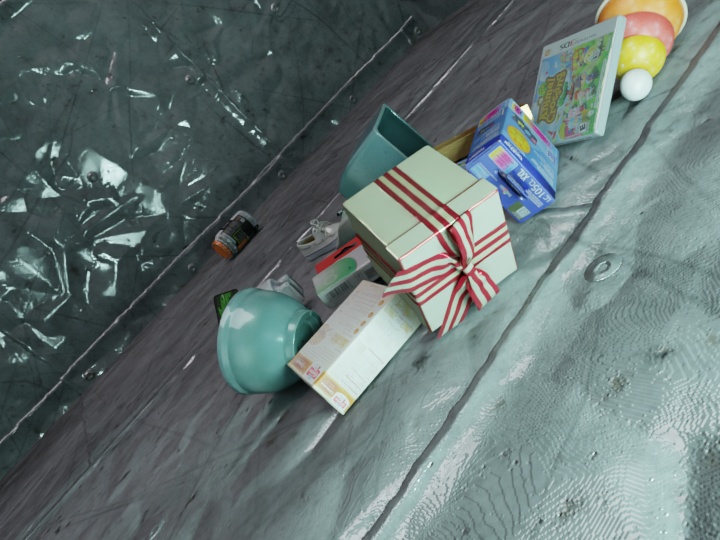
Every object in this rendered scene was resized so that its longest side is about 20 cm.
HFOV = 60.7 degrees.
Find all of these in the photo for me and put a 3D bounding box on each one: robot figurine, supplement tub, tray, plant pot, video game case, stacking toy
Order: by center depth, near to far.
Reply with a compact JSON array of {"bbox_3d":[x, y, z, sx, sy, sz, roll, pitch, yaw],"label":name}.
[{"bbox_3d":[0.460,-0.363,1.029,0.146,0.146,0.200,-18,48,53],"label":"stacking toy"},{"bbox_3d":[0.365,-0.317,1.066,0.182,0.022,0.201,5,83,66],"label":"video game case"},{"bbox_3d":[-0.148,0.131,1.129,0.134,0.201,0.200,-1,39,26],"label":"plant pot"},{"bbox_3d":[0.216,-0.247,1.147,0.200,0.037,0.099,-25,12,11],"label":"tray"},{"bbox_3d":[-0.222,0.100,1.435,0.200,0.113,0.170,-40,20,10],"label":"robot figurine"},{"bbox_3d":[0.055,-0.245,1.501,0.200,0.196,0.196,-43,16,30],"label":"plant pot"},{"bbox_3d":[-0.549,-0.154,2.686,0.200,0.123,0.122,-53,20,-26],"label":"supplement tub"}]

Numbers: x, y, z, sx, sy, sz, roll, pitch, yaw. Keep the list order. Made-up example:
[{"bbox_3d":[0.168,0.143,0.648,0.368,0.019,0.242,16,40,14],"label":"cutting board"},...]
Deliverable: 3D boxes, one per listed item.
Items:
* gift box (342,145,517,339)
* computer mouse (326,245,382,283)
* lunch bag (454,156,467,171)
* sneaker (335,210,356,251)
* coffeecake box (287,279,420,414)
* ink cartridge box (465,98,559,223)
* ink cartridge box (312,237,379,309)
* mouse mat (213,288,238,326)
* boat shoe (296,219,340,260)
[{"bbox_3d":[0.096,-0.030,0.871,0.200,0.185,0.187,-40,44,-5],"label":"gift box"},{"bbox_3d":[0.000,0.000,1.296,0.139,0.053,0.200,-47,30,-17],"label":"computer mouse"},{"bbox_3d":[0.201,-0.185,1.162,0.150,0.094,0.200,-21,27,31],"label":"lunch bag"},{"bbox_3d":[-0.015,-0.126,1.422,0.200,0.074,0.119,124,156,-62],"label":"sneaker"},{"bbox_3d":[-0.011,0.118,1.008,0.200,0.073,0.153,-48,19,-11],"label":"coffeecake box"},{"bbox_3d":[0.248,-0.172,0.993,0.076,0.136,0.200,-36,19,39],"label":"ink cartridge box"},{"bbox_3d":[-0.026,-0.024,1.257,0.161,0.050,0.200,-34,31,4],"label":"ink cartridge box"},{"bbox_3d":[-0.290,0.147,1.402,0.008,0.201,0.161,-9,-4,-34],"label":"mouse mat"},{"bbox_3d":[-0.105,-0.101,1.673,0.202,0.086,0.075,-27,25,43],"label":"boat shoe"}]
